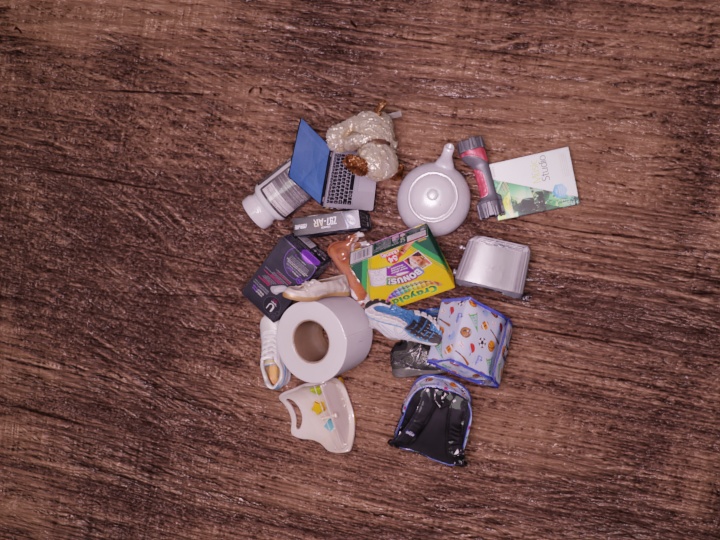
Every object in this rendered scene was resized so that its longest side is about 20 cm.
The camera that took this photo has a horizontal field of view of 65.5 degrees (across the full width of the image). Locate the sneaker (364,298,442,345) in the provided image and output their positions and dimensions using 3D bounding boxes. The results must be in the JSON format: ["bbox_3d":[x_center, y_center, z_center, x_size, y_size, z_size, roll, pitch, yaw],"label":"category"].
[{"bbox_3d":[0.103,0.138,1.340,0.200,0.075,0.087,23,137,25],"label":"sneaker"}]

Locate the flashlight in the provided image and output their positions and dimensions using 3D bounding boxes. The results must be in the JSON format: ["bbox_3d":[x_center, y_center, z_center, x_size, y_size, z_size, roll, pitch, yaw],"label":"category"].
[{"bbox_3d":[0.290,-0.223,1.368,0.068,0.068,0.200,-10,86,-33],"label":"flashlight"}]

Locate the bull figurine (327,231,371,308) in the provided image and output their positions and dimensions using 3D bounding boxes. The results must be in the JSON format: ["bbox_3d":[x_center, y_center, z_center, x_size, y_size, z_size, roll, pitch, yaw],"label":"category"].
[{"bbox_3d":[0.000,0.000,1.443,0.121,0.065,0.200,-34,92,2],"label":"bull figurine"}]

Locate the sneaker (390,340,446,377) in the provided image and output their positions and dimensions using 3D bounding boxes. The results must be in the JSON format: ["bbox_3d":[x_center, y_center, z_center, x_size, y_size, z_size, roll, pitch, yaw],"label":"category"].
[{"bbox_3d":[0.169,0.202,1.416,0.199,0.076,0.114,-9,98,14],"label":"sneaker"}]

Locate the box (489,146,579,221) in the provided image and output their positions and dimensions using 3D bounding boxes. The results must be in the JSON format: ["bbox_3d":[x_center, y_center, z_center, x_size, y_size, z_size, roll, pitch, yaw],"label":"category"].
[{"bbox_3d":[0.423,-0.212,1.383,0.200,0.036,0.145,-12,90,11],"label":"box"}]

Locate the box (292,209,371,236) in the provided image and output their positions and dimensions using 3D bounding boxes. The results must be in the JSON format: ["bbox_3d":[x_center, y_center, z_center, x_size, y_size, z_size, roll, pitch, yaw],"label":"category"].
[{"bbox_3d":[-0.064,-0.114,1.381,0.160,0.200,0.044,-7,91,8],"label":"box"}]

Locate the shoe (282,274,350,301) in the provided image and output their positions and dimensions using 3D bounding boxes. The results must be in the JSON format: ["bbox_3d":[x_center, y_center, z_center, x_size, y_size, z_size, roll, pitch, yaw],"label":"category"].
[{"bbox_3d":[-0.105,0.040,1.358,0.070,0.200,0.053,13,101,43],"label":"shoe"}]

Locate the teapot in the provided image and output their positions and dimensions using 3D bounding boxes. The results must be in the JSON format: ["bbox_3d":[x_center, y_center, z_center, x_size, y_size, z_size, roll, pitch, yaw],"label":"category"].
[{"bbox_3d":[0.176,-0.171,1.368,0.197,0.146,0.200,-26,89,9],"label":"teapot"}]

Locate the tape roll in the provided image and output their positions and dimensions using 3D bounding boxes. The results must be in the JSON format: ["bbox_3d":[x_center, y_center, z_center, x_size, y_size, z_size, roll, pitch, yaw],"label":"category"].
[{"bbox_3d":[-0.089,0.165,1.398,0.202,0.139,0.203,3,96,27],"label":"tape roll"}]

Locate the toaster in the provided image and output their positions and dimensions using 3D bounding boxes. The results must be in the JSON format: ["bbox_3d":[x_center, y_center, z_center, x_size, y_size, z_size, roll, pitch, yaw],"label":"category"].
[{"bbox_3d":[0.331,-0.007,1.366,0.200,0.114,0.129,14,92,10],"label":"toaster"}]

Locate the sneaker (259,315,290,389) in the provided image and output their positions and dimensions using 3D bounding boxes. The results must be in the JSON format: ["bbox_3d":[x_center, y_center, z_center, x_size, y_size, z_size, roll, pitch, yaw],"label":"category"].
[{"bbox_3d":[-0.228,0.213,1.478,0.076,0.081,0.200,-10,89,11],"label":"sneaker"}]

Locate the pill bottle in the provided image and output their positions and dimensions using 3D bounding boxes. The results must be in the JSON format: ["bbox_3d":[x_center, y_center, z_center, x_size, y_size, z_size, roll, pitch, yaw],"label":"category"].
[{"bbox_3d":[-0.197,-0.203,1.441,0.200,0.116,0.116,-36,86,10],"label":"pill bottle"}]

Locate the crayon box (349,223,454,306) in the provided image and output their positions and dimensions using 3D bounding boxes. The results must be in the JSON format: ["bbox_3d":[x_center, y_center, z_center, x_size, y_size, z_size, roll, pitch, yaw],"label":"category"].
[{"bbox_3d":[0.100,-0.001,1.335,0.200,0.058,0.173,-20,126,18],"label":"crayon box"}]

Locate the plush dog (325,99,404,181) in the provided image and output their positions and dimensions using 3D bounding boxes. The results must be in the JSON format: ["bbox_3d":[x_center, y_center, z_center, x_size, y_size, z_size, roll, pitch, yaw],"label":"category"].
[{"bbox_3d":[0.037,-0.291,1.336,0.200,0.160,0.172,2,67,-31],"label":"plush dog"}]

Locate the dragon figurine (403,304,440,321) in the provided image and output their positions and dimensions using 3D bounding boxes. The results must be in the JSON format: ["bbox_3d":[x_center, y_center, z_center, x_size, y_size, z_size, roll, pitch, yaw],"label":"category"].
[{"bbox_3d":[0.184,0.120,1.400,0.200,0.099,0.059,0,92,9],"label":"dragon figurine"}]

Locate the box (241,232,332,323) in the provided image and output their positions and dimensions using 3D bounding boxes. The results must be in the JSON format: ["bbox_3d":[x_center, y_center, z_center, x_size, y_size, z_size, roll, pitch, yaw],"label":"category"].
[{"bbox_3d":[-0.188,0.015,1.433,0.122,0.106,0.200,42,111,6],"label":"box"}]

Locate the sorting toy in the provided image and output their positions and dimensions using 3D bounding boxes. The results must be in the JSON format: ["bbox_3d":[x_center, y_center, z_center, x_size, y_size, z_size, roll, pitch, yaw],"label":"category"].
[{"bbox_3d":[-0.121,0.368,1.464,0.180,0.107,0.200,-13,101,22],"label":"sorting toy"}]

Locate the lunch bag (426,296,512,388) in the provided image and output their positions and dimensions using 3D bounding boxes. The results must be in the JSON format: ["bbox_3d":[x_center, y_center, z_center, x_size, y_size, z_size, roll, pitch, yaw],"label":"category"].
[{"bbox_3d":[0.281,0.175,1.341,0.200,0.124,0.170,29,70,-30],"label":"lunch bag"}]

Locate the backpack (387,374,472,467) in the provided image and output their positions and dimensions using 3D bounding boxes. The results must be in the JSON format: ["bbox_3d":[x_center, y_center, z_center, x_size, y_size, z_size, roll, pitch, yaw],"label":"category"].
[{"bbox_3d":[0.188,0.355,1.377,0.200,0.154,0.191,16,112,1],"label":"backpack"}]

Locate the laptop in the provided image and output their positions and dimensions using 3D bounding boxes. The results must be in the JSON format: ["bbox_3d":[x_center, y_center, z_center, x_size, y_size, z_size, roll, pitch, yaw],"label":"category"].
[{"bbox_3d":[-0.057,-0.258,1.369,0.200,0.116,0.187,5,61,4],"label":"laptop"}]
